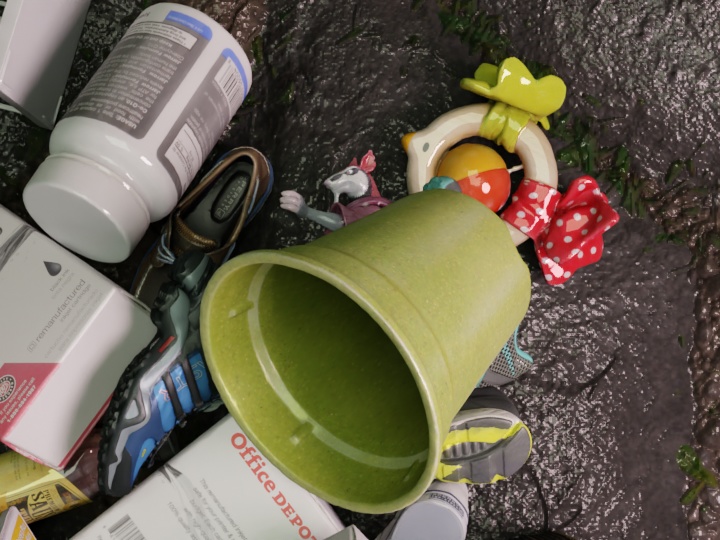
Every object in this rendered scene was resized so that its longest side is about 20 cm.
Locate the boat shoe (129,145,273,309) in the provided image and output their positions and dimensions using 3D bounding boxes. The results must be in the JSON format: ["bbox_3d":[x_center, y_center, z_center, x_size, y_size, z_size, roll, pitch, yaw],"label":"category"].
[{"bbox_3d":[-0.145,-0.022,0.961,0.072,0.072,0.200,28,86,3],"label":"boat shoe"}]

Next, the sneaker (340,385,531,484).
[{"bbox_3d":[0.033,0.131,0.893,0.199,0.085,0.075,0,108,5],"label":"sneaker"}]

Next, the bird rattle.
[{"bbox_3d":[0.123,-0.078,0.972,0.163,0.113,0.201,-18,96,10],"label":"bird rattle"}]

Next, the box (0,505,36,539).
[{"bbox_3d":[-0.262,0.298,0.842,0.112,0.101,0.200,-28,101,-6],"label":"box"}]

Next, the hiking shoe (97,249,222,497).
[{"bbox_3d":[-0.136,0.088,0.858,0.086,0.074,0.201,24,94,-15],"label":"hiking shoe"}]

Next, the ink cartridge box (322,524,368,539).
[{"bbox_3d":[-0.007,0.305,0.853,0.147,0.083,0.200,-30,119,15],"label":"ink cartridge box"}]

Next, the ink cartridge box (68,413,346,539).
[{"bbox_3d":[-0.126,0.226,0.928,0.200,0.084,0.144,-38,84,-2],"label":"ink cartridge box"}]

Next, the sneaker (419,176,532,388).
[{"bbox_3d":[0.095,0.013,0.941,0.091,0.078,0.201,-14,112,-12],"label":"sneaker"}]

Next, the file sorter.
[{"bbox_3d":[-0.312,-0.245,0.959,0.124,0.139,0.201,14,84,5],"label":"file sorter"}]

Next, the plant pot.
[{"bbox_3d":[0.022,0.036,0.801,0.200,0.200,0.184,48,49,5],"label":"plant pot"}]

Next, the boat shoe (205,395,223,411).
[{"bbox_3d":[-0.174,0.093,0.938,0.201,0.075,0.065,4,62,8],"label":"boat shoe"}]

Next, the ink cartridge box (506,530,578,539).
[{"bbox_3d":[0.159,0.312,0.873,0.075,0.165,0.201,-13,84,-3],"label":"ink cartridge box"}]

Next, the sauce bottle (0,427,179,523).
[{"bbox_3d":[-0.253,0.170,0.945,0.199,0.066,0.066,-19,84,1],"label":"sauce bottle"}]

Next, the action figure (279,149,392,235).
[{"bbox_3d":[0.000,0.000,0.927,0.148,0.134,0.201,10,86,1],"label":"action figure"}]

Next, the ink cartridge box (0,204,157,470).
[{"bbox_3d":[-0.281,0.042,0.910,0.200,0.085,0.146,29,79,32],"label":"ink cartridge box"}]

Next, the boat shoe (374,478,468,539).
[{"bbox_3d":[0.032,0.245,0.930,0.074,0.086,0.202,28,114,6],"label":"boat shoe"}]

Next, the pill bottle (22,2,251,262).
[{"bbox_3d":[-0.181,-0.112,0.919,0.114,0.114,0.200,26,60,4],"label":"pill bottle"}]
